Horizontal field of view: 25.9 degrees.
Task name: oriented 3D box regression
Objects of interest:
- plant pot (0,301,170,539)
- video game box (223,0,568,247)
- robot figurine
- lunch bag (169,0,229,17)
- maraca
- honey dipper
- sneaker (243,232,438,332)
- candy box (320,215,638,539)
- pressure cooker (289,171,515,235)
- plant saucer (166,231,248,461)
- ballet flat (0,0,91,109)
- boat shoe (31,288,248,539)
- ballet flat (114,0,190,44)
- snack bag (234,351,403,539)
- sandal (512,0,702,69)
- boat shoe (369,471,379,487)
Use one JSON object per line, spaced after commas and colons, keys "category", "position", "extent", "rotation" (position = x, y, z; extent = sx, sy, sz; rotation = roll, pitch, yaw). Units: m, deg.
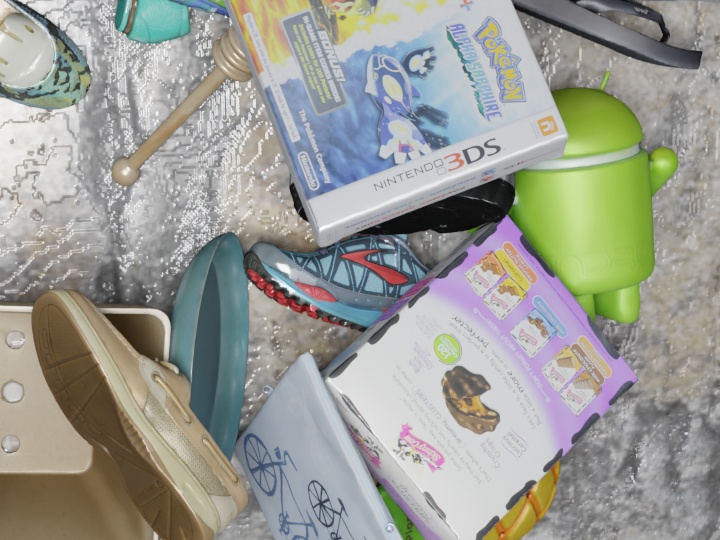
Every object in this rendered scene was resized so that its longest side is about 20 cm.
{"category": "plant pot", "position": [-0.255, 0.110, 1.154], "extent": [0.198, 0.177, 0.202], "rotation": [2, 98, -15]}
{"category": "video game box", "position": [0.021, -0.141, 1.059], "extent": [0.181, 0.047, 0.202], "rotation": [-21, 78, -7]}
{"category": "robot figurine", "position": [0.177, -0.055, 1.265], "extent": [0.174, 0.116, 0.202], "rotation": [-12, 103, -17]}
{"category": "lunch bag", "position": [-0.133, -0.273, 1.075], "extent": [0.199, 0.082, 0.162], "rotation": [16, 95, -48]}
{"category": "maraca", "position": [0.086, 0.174, 1.275], "extent": [0.199, 0.107, 0.139], "rotation": [-18, 111, -37]}
{"category": "honey dipper", "position": [-0.128, -0.125, 1.167], "extent": [0.038, 0.038, 0.200], "rotation": [38, 129, -17]}
{"category": "sneaker", "position": [0.000, 0.000, 1.262], "extent": [0.198, 0.079, 0.096], "rotation": [18, 85, -24]}
{"category": "candy box", "position": [0.085, 0.087, 1.198], "extent": [0.200, 0.071, 0.168], "rotation": [-41, 95, -21]}
{"category": "pressure cooker", "position": [0.029, -0.137, 1.174], "extent": [0.177, 0.176, 0.202], "rotation": [-3, 79, 21]}
{"category": "plant saucer", "position": [-0.116, 0.071, 1.181], "extent": [0.027, 0.200, 0.202], "rotation": [5, 100, 8]}
{"category": "ballet flat", "position": [-0.286, -0.181, 1.151], "extent": [0.199, 0.074, 0.075], "rotation": [32, 91, -18]}
{"category": "boat shoe", "position": [-0.149, 0.093, 1.059], "extent": [0.064, 0.071, 0.201], "rotation": [-38, 99, -42]}
{"category": "ballet flat", "position": [-0.138, -0.270, 1.176], "extent": [0.070, 0.067, 0.202], "rotation": [4, 104, -21]}
{"category": "snack bag", "position": [-0.030, 0.172, 1.183], "extent": [0.021, 0.200, 0.190], "rotation": [-17, 69, -28]}
{"category": "sandal", "position": [0.194, -0.207, 1.262], "extent": [0.198, 0.076, 0.043], "rotation": [19, 97, -16]}
{"category": "boat shoe", "position": [-0.018, 0.160, 1.273], "extent": [0.064, 0.071, 0.202], "rotation": [5, 98, -8]}
